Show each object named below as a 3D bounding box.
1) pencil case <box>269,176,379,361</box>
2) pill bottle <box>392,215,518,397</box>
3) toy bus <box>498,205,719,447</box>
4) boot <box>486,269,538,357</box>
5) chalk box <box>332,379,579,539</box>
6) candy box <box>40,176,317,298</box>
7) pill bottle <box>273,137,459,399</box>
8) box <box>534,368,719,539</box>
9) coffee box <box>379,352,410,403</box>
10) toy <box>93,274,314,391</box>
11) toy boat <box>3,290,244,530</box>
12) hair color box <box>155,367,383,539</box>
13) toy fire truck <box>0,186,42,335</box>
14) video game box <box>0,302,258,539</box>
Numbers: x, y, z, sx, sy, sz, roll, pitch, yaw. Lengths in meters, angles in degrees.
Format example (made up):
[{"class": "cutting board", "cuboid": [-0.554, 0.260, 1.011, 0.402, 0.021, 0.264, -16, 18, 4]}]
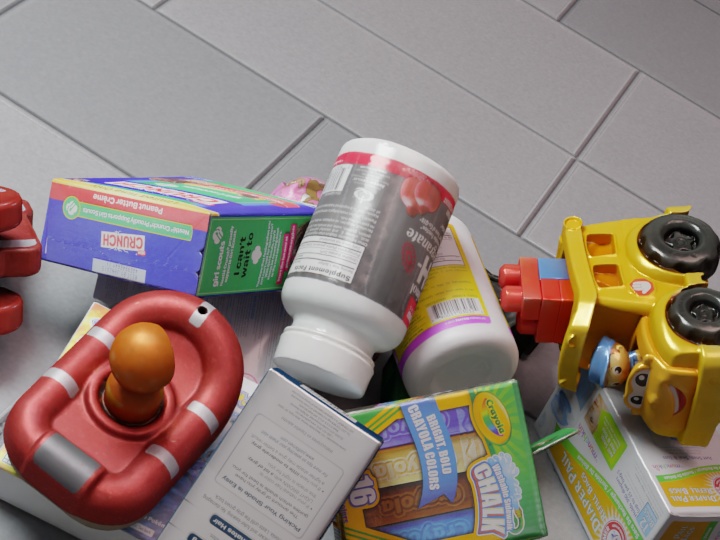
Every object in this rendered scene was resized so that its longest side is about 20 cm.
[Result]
[{"class": "pencil case", "cuboid": [-0.038, 0.004, 1.586, 0.082, 0.087, 0.200, -12, 46, -5]}, {"class": "pill bottle", "cuboid": [0.064, 0.019, 1.529, 0.104, 0.104, 0.201, 5, 44, -26]}, {"class": "toy bus", "cuboid": [0.216, 0.046, 1.481, 0.191, 0.136, 0.201, 1, 44, -6]}, {"class": "boot", "cuboid": [0.094, 0.019, 1.648, 0.174, 0.069, 0.200, 35, 15, 12]}, {"class": "chalk box", "cuboid": [0.073, 0.157, 1.346, 0.199, 0.125, 0.125, -10, 85, -5]}, {"class": "candy box", "cuboid": [-0.143, -0.032, 1.463, 0.168, 0.077, 0.200, 14, 11, 29]}, {"class": "pill bottle", "cuboid": [0.000, 0.000, 1.438, 0.110, 0.111, 0.201, 23, 74, -4]}, {"class": "box", "cuboid": [0.252, 0.175, 1.530, 0.101, 0.113, 0.200, 4, 41, -27]}, {"class": "coffee box", "cuboid": [0.076, 0.158, 1.502, 0.122, 0.044, 0.200, 19, 38, -13]}, {"class": "toy", "cuboid": [-0.136, 0.065, 1.476, 0.199, 0.047, 0.116, 12, 57, -7]}, {"class": "toy boat", "cuboid": [-0.167, 0.086, 1.278, 0.130, 0.131, 0.200, 35, 49, 7]}, {"class": "hair color box", "cuboid": [-0.078, 0.180, 1.250, 0.100, 0.200, 0.061, 34, -2, 4]}, {"class": "toy fire truck", "cuboid": [-0.361, -0.021, 1.407, 0.199, 0.113, 0.168, -3, 19, -19]}, {"class": "video game box", "cuboid": [-0.165, 0.140, 1.354, 0.199, 0.047, 0.183, 26, 46, -1]}]
